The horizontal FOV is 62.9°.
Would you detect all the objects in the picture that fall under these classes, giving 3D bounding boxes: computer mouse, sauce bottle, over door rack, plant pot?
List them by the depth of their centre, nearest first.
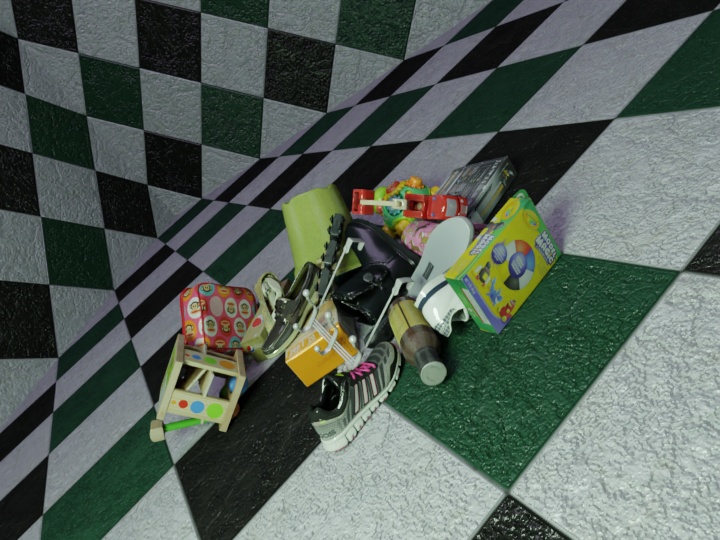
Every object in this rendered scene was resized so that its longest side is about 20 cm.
[{"bbox_3d":[0.089,0.110,0.928,0.064,0.065,0.201,-35,23,8],"label":"sauce bottle"},{"bbox_3d":[-0.024,0.057,0.994,0.147,0.066,0.202,40,102,36],"label":"over door rack"},{"bbox_3d":[0.076,0.072,1.067,0.200,0.034,0.059,-46,-1,-25],"label":"computer mouse"},{"bbox_3d":[-0.081,-0.078,1.279,0.197,0.187,0.200,-20,1,0],"label":"plant pot"}]

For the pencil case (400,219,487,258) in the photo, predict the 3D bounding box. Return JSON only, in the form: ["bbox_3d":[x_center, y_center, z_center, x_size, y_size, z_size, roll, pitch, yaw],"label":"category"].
[{"bbox_3d":[0.159,-0.051,1.088,0.086,0.084,0.199,-34,20,-21],"label":"pencil case"}]

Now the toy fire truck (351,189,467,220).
[{"bbox_3d":[0.090,-0.125,1.125,0.139,0.050,0.199,0,7,-37],"label":"toy fire truck"}]

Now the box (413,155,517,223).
[{"bbox_3d":[0.212,-0.144,1.221,0.157,0.049,0.201,-5,40,54],"label":"box"}]

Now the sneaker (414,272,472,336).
[{"bbox_3d":[0.181,0.030,0.941,0.198,0.077,0.081,-32,63,-20],"label":"sneaker"}]

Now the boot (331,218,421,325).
[{"bbox_3d":[0.000,0.000,1.118,0.199,0.077,0.168,34,61,28],"label":"boot"}]

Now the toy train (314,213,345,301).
[{"bbox_3d":[-0.058,-0.023,1.140,0.033,0.046,0.203,7,56,5],"label":"toy train"}]

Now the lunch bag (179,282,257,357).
[{"bbox_3d":[-0.309,0.125,1.324,0.081,0.199,0.180,-18,73,26],"label":"lunch bag"}]

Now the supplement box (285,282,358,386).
[{"bbox_3d":[-0.079,0.115,1.157,0.125,0.074,0.201,-35,23,9],"label":"supplement box"}]

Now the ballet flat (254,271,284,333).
[{"bbox_3d":[-0.181,0.082,1.278,0.070,0.071,0.201,-35,53,8],"label":"ballet flat"}]

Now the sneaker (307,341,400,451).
[{"bbox_3d":[-0.011,0.179,0.923,0.201,0.088,0.073,-50,26,-24],"label":"sneaker"}]

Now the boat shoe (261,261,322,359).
[{"bbox_3d":[-0.136,0.072,1.132,0.073,0.065,0.202,0,53,55],"label":"boat shoe"}]

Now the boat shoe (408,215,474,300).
[{"bbox_3d":[0.141,-0.019,0.987,0.056,0.069,0.201,-19,-28,-37],"label":"boat shoe"}]

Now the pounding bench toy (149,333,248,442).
[{"bbox_3d":[-0.324,0.261,1.190,0.203,0.154,0.124,-68,20,12],"label":"pounding bench toy"}]

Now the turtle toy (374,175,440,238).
[{"bbox_3d":[0.090,-0.152,1.346,0.146,0.101,0.199,-46,16,-16],"label":"turtle toy"}]

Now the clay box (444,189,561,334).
[{"bbox_3d":[0.226,-0.018,0.889,0.200,0.115,0.047,-47,25,-16],"label":"clay box"}]

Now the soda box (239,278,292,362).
[{"bbox_3d":[-0.201,0.112,1.359,0.067,0.064,0.201,-24,28,30],"label":"soda box"}]
